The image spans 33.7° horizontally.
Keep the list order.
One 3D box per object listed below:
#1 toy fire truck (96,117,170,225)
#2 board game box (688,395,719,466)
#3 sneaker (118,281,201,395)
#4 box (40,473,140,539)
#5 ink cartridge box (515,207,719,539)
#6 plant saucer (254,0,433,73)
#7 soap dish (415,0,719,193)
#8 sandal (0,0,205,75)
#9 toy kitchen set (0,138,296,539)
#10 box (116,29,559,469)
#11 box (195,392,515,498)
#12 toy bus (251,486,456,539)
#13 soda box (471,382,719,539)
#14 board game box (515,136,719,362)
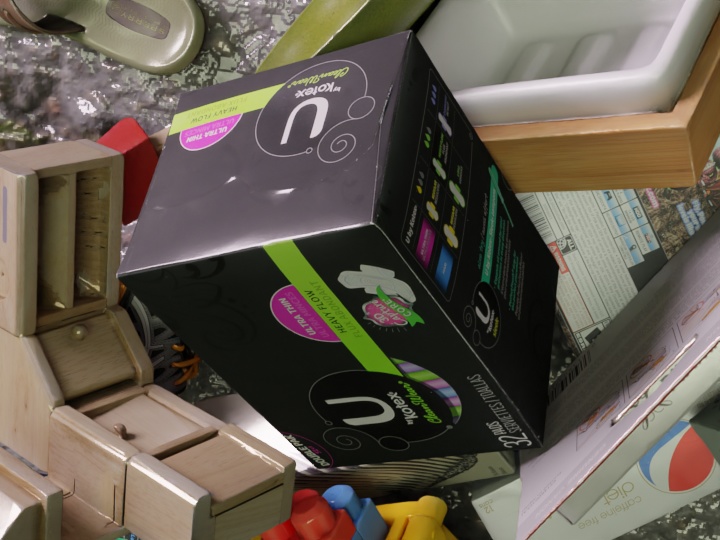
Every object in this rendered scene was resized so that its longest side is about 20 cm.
[{"bbox_3d":[-0.061,-0.087,0.754,0.200,0.141,0.049,-37,132,-19],"label":"toy fire truck"},{"bbox_3d":[0.323,0.092,0.720,0.200,0.064,0.148,-37,97,-9],"label":"board game box"},{"bbox_3d":[-0.141,0.046,0.812,0.077,0.078,0.201,27,116,2],"label":"sneaker"},{"bbox_3d":[-0.182,0.263,0.882,0.158,0.046,0.201,10,104,6],"label":"box"},{"bbox_3d":[0.160,0.051,0.613,0.045,0.176,0.200,40,106,-3],"label":"ink cartridge box"},{"bbox_3d":[0.008,-0.156,0.679,0.031,0.200,0.200,43,106,-16],"label":"plant saucer"},{"bbox_3d":[0.119,-0.113,0.664,0.199,0.158,0.081,1,137,40],"label":"soap dish"},{"bbox_3d":[-0.197,-0.185,0.770,0.200,0.057,0.080,18,105,4],"label":"sandal"},{"bbox_3d":[-0.157,0.050,0.648,0.199,0.163,0.182,22,116,35],"label":"toy kitchen set"},{"bbox_3d":[0.000,0.000,0.628,0.148,0.125,0.200,-11,140,29],"label":"box"},{"bbox_3d":[-0.004,0.110,0.785,0.199,0.082,0.069,-14,63,16],"label":"box"},{"bbox_3d":[-0.020,0.217,0.759,0.199,0.136,0.193,-17,117,33],"label":"toy bus"},{"bbox_3d":[0.175,0.126,0.789,0.199,0.064,0.068,-29,98,13],"label":"soda box"},{"bbox_3d":[0.205,-0.031,0.729,0.199,0.097,0.160,-25,99,13],"label":"board game box"}]
